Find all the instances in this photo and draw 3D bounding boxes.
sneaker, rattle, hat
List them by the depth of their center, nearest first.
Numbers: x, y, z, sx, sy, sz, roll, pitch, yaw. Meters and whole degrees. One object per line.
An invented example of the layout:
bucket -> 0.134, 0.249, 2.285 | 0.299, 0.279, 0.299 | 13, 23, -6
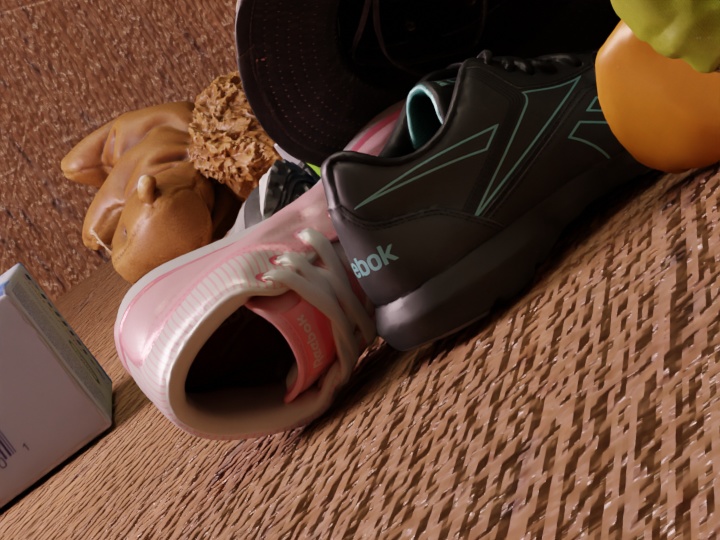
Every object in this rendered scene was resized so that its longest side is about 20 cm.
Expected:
rattle -> 0.148, -0.142, 0.767 | 0.143, 0.129, 0.201 | 47, -127, -66
sneaker -> 0.068, -0.054, 0.870 | 0.200, 0.079, 0.075 | -39, 7, -31
sneaker -> 0.000, 0.000, 0.899 | 0.199, 0.076, 0.105 | -31, 19, -2
hat -> 0.033, -0.133, 0.938 | 0.200, 0.201, 0.081 | -36, 48, 8
sneaker -> -0.033, -0.004, 1.138 | 0.079, 0.074, 0.200 | -46, 0, 1

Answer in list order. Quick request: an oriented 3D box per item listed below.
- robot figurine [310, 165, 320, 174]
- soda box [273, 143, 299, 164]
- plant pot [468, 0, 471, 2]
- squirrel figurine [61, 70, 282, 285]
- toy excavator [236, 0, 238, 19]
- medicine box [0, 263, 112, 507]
robot figurine -> 0.022, -0.118, 1.397 | 0.175, 0.116, 0.200 | -43, 3, 23
soda box -> 0.019, -0.109, 1.587 | 0.068, 0.064, 0.200 | -33, 7, 32
plant pot -> 0.105, -0.218, 1.085 | 0.200, 0.180, 0.200 | -36, -22, 15
squirrel figurine -> -0.130, -0.070, 1.820 | 0.200, 0.142, 0.187 | -38, 12, 8
toy excavator -> 0.005, -0.085, 1.088 | 0.099, 0.195, 0.201 | -20, 33, 12
medicine box -> -0.248, 0.094, 1.391 | 0.182, 0.103, 0.200 | -37, 7, -3
